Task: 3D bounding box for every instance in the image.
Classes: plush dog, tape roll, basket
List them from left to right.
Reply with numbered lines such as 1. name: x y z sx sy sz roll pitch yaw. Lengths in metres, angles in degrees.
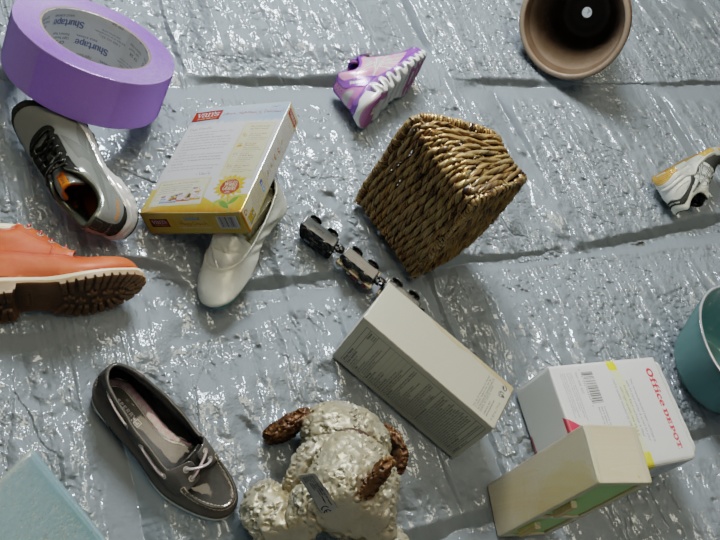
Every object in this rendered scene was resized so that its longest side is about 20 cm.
1. tape roll: -0.333 -0.260 1.002 0.197 0.066 0.202 23 32 -15
2. plush dog: -0.018 0.207 0.871 0.197 0.162 0.173 20 26 -17
3. basket: 0.111 -0.114 1.094 0.141 0.201 0.150 -26 73 -36

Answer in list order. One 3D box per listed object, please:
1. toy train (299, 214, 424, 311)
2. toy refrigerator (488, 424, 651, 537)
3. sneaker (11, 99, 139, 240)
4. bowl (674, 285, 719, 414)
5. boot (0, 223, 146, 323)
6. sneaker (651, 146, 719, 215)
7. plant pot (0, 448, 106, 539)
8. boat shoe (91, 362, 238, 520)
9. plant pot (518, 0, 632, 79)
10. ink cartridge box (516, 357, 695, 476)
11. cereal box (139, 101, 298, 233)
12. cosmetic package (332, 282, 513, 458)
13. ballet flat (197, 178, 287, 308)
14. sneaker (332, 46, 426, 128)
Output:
1. toy train: 0.000 0.000 1.064 0.199 0.046 0.034 37 62 2
2. toy refrigerator: 0.231 0.246 0.923 0.074 0.200 0.071 6 57 -24
3. sneaker: -0.335 -0.121 0.931 0.201 0.074 0.079 48 13 9
4. bowl: 0.556 0.136 1.228 0.197 0.105 0.204 13 55 -19
5. boot: -0.335 -0.009 0.879 0.196 0.075 0.109 -2 56 -27
6. sneaker: 0.604 -0.160 1.480 0.198 0.075 0.089 -27 89 -34
7. plant pot: -0.276 0.302 0.637 0.200 0.195 0.197 46 49 -7
8. boat shoe: -0.200 0.176 0.835 0.200 0.057 0.067 43 50 4
9. plant pot: 0.408 -0.471 1.514 0.200 0.201 0.175 41 31 3
10. ink cartridge box: 0.324 0.203 1.076 0.196 0.084 0.148 0 60 -28
11. cereal box: -0.171 -0.130 1.013 0.141 0.040 0.202 1 49 22
12. cosmetic package: 0.074 0.123 0.985 0.199 0.104 0.073 41 49 1
13. ballet flat: -0.149 -0.045 0.997 0.069 0.070 0.202 31 50 -5
14. sneaker: 0.028 -0.305 1.260 0.088 0.081 0.200 38 50 10
